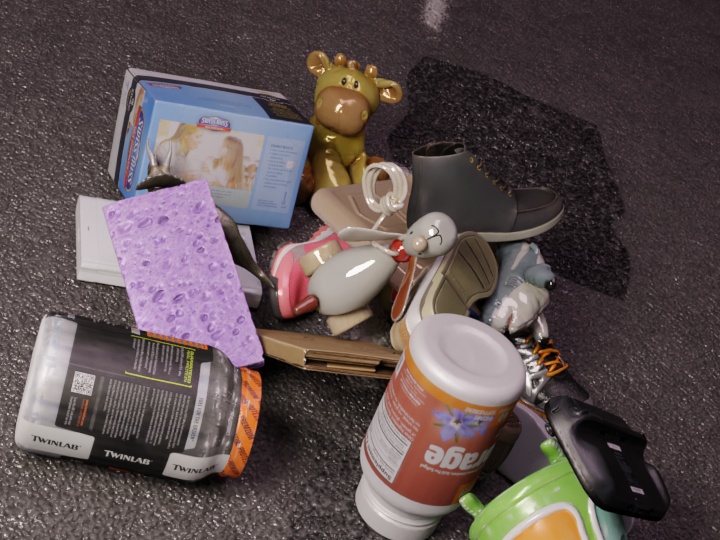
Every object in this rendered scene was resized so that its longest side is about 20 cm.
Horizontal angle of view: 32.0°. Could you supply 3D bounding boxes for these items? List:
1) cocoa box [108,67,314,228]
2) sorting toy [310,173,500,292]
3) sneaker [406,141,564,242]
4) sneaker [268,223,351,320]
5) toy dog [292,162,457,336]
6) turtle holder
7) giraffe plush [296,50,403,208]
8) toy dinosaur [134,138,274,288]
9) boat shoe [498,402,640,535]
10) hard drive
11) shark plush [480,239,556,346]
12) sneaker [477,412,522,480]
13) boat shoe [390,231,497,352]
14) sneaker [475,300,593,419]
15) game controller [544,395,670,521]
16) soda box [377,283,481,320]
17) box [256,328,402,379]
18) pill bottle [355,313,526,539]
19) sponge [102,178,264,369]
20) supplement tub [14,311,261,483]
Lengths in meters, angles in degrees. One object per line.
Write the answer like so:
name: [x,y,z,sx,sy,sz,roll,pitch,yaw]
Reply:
cocoa box: [-0.175,-0.141,1.455,0.197,0.135,0.131,6,22,-27]
sorting toy: [0.061,-0.039,1.448,0.185,0.037,0.199,43,35,25]
sneaker: [0.146,-0.093,1.403,0.197,0.108,0.075,-10,25,-24]
sneaker: [-0.034,-0.005,1.395,0.086,0.075,0.200,3,23,26]
toy dog: [0.000,0.000,1.269,0.132,0.201,0.096,44,39,12]
turtle holder: [0.177,0.248,1.154,0.140,0.186,0.133,-28,66,-11]
giraffe plush: [-0.024,-0.183,1.606,0.170,0.164,0.201,7,36,-23]
toy dinosaur: [-0.175,-0.041,1.310,0.199,0.103,0.077,35,34,20]
boat shoe: [0.205,0.196,1.290,0.199,0.073,0.065,32,18,23]
hard drive: [-0.212,-0.022,1.380,0.197,0.027,0.133,9,35,-20]
shark plush: [0.164,-0.007,1.398,0.082,0.092,0.202,-1,50,-2]
sneaker: [0.083,0.132,1.297,0.070,0.076,0.200,13,23,-40]
boat shoe: [0.085,0.021,1.304,0.075,0.068,0.200,58,32,-8]
sneaker: [0.188,0.094,1.420,0.200,0.078,0.078,41,34,24]
game controller: [0.222,0.170,1.117,0.199,0.042,0.106,24,44,-56]
soda box: [0.087,0.052,1.428,0.067,0.065,0.201,0,39,-32]
box: [-0.019,0.084,1.252,0.161,0.022,0.199,8,0,-24]
pill bottle: [0.066,0.149,1.142,0.111,0.202,0.113,15,33,-10]
sponge: [-0.175,0.015,1.236,0.110,0.030,0.202,-16,72,-12]
supplement tub: [-0.193,0.115,1.100,0.197,0.124,0.123,14,33,-14]
